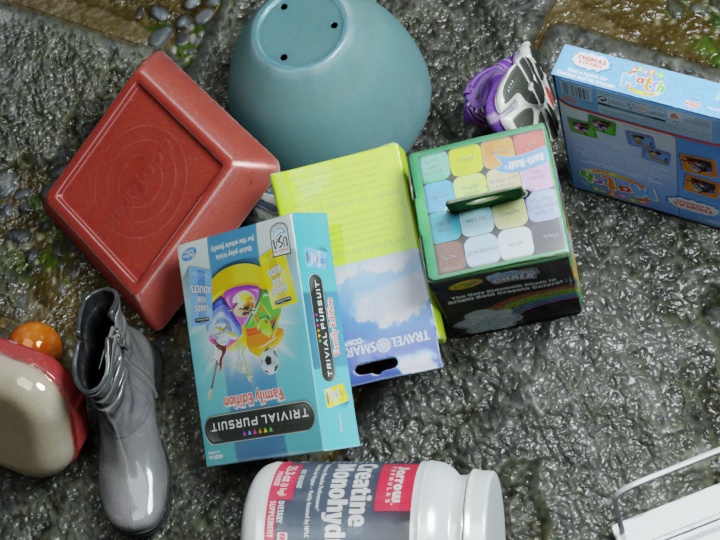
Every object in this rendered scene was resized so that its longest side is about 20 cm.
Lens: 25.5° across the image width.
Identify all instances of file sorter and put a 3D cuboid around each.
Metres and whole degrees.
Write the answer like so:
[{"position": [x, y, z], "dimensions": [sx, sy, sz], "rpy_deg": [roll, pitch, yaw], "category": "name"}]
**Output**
[{"position": [0.293, 0.251, 1.239], "dimensions": [0.139, 0.125, 0.200], "rpy_deg": [-22, 63, 3], "category": "file sorter"}]

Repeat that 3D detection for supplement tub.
[{"position": [0.012, 0.226, 1.305], "dimensions": [0.200, 0.140, 0.141], "rpy_deg": [-2, 65, 12], "category": "supplement tub"}]

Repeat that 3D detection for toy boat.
[{"position": [-0.326, 0.095, 1.471], "dimensions": [0.200, 0.131, 0.131], "rpy_deg": [18, 40, 19], "category": "toy boat"}]

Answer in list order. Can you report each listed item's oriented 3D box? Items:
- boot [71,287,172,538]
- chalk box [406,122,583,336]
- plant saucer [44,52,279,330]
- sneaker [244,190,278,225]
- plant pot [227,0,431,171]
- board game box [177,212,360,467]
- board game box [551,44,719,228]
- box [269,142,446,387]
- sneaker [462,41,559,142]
[{"position": [-0.220, 0.127, 1.408], "dimensions": [0.070, 0.132, 0.200], "rpy_deg": [-13, 63, 6], "category": "boot"}, {"position": [0.115, -0.040, 1.367], "dimensions": [0.125, 0.200, 0.124], "rpy_deg": [-11, 68, 7], "category": "chalk box"}, {"position": [-0.201, -0.081, 1.505], "dimensions": [0.200, 0.037, 0.200], "rpy_deg": [44, 103, 28], "category": "plant saucer"}, {"position": [-0.045, -0.001, 1.462], "dimensions": [0.200, 0.077, 0.085], "rpy_deg": [34, 81, 25], "category": "sneaker"}, {"position": [-0.042, -0.194, 1.516], "dimensions": [0.200, 0.135, 0.200], "rpy_deg": [-5, 65, 11], "category": "plant pot"}, {"position": [-0.082, 0.062, 1.378], "dimensions": [0.151, 0.047, 0.200], "rpy_deg": [-14, 82, 43], "category": "board game box"}, {"position": [0.249, -0.111, 1.374], "dimensions": [0.151, 0.200, 0.037], "rpy_deg": [18, 70, 19], "category": "board game box"}, {"position": [0.000, 0.000, 1.396], "dimensions": [0.122, 0.048, 0.200], "rpy_deg": [-13, 81, 11], "category": "box"}, {"position": [0.131, -0.148, 1.448], "dimensions": [0.083, 0.200, 0.081], "rpy_deg": [-24, 100, 14], "category": "sneaker"}]
